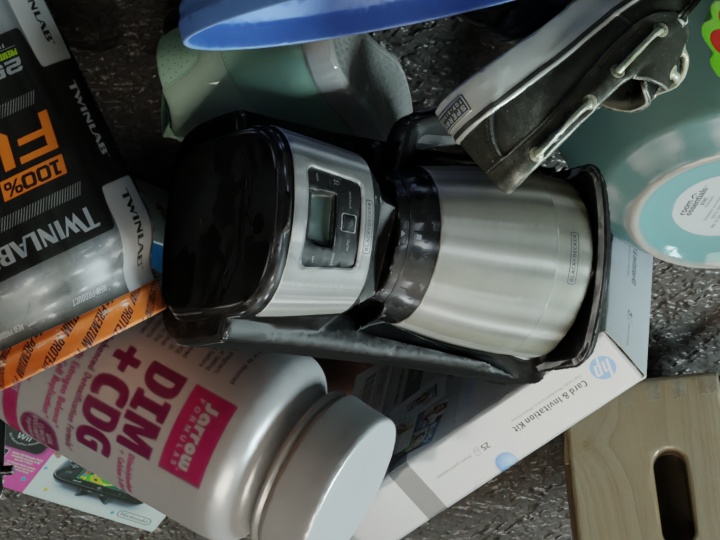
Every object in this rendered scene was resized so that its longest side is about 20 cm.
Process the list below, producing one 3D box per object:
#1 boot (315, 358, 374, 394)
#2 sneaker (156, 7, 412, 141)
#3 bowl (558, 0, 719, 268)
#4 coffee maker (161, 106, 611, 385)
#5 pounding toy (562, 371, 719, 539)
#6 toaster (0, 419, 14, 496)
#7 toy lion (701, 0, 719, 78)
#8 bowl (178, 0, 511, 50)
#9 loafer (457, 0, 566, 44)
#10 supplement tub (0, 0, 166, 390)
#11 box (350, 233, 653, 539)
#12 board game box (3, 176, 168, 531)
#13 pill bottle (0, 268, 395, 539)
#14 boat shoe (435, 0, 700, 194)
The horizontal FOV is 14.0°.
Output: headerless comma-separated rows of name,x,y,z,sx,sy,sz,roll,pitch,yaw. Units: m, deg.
boot,0.021,0.010,1.753,0.199,0.073,0.167,-17,140,13
sneaker,-0.041,-0.086,1.581,0.118,0.074,0.200,-6,154,16
bowl,0.196,-0.075,1.597,0.200,0.105,0.201,-4,147,-3
coffee maker,0.000,0.000,1.520,0.199,0.135,0.192,9,147,-26
pounding toy,0.205,0.138,1.888,0.142,0.201,0.184,-6,162,2
toaster,-0.262,0.016,1.606,0.118,0.181,0.200,-6,149,5
toy lion,0.237,-0.117,1.423,0.191,0.069,0.200,5,147,50
bowl,0.012,-0.142,1.365,0.200,0.040,0.201,-11,179,0
loafer,0.090,-0.182,1.446,0.072,0.073,0.200,15,142,-21
supplement tub,-0.182,-0.050,1.475,0.122,0.201,0.123,-27,-178,1
box,0.073,0.059,1.645,0.200,0.156,0.041,-37,109,23
board game box,-0.135,0.050,1.734,0.147,0.064,0.200,20,120,-34
pill bottle,-0.089,0.075,1.579,0.199,0.114,0.114,28,152,17
boat shoe,0.129,-0.109,1.484,0.200,0.064,0.071,-37,175,-20
